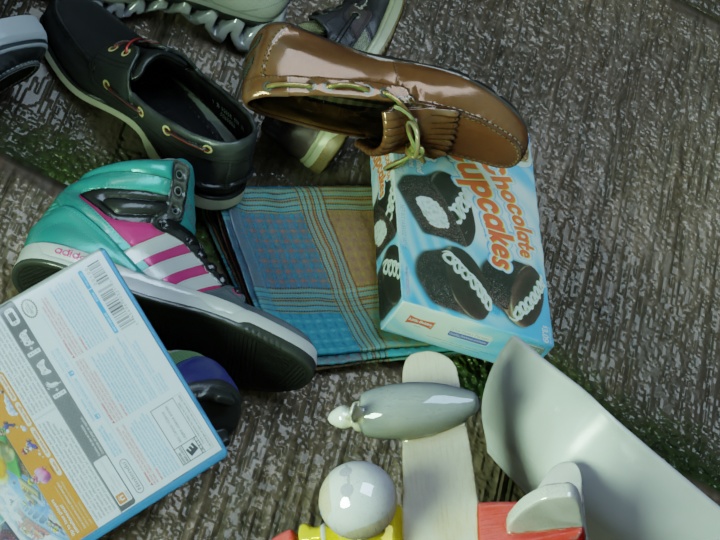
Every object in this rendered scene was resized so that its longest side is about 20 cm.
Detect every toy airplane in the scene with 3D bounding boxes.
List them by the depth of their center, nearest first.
[{"bbox_3d":[0.035,0.153,1.405,0.200,0.199,0.141,29,-12,47],"label":"toy airplane"}]

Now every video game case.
[{"bbox_3d":[-0.192,0.095,1.397,0.200,0.018,0.143,-32,91,-26],"label":"video game case"}]

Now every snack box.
[{"bbox_3d":[0.067,-0.030,1.695,0.116,0.037,0.200,17,45,-22],"label":"snack box"}]

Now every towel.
[{"bbox_3d":[0.000,0.000,1.665,0.200,0.022,0.147,-3,56,-34],"label":"towel"}]

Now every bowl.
[{"bbox_3d":[0.161,0.138,1.546,0.200,0.075,0.200,40,2,-18],"label":"bowl"}]

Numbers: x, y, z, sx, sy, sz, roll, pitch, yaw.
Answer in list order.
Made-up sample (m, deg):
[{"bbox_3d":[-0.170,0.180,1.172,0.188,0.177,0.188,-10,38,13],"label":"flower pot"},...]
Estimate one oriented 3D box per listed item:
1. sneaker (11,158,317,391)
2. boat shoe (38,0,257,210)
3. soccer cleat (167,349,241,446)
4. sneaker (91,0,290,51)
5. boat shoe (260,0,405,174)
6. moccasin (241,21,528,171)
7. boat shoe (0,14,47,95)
[{"bbox_3d":[-0.111,-0.006,1.563,0.200,0.084,0.121,23,54,-11],"label":"sneaker"},{"bbox_3d":[-0.141,-0.127,1.648,0.074,0.063,0.201,-23,57,-39],"label":"boat shoe"},{"bbox_3d":[-0.170,0.081,1.476,0.200,0.065,0.084,-1,25,-27],"label":"soccer cleat"},{"bbox_3d":[-0.137,-0.217,1.726,0.200,0.081,0.075,9,51,-23],"label":"sneaker"},{"bbox_3d":[-0.019,-0.157,1.750,0.065,0.073,0.200,30,44,-13],"label":"boat shoe"},{"bbox_3d":[0.017,-0.105,1.653,0.201,0.074,0.078,19,59,-19],"label":"moccasin"},{"bbox_3d":[-0.269,-0.095,1.557,0.200,0.072,0.071,-34,84,-34],"label":"boat shoe"}]
